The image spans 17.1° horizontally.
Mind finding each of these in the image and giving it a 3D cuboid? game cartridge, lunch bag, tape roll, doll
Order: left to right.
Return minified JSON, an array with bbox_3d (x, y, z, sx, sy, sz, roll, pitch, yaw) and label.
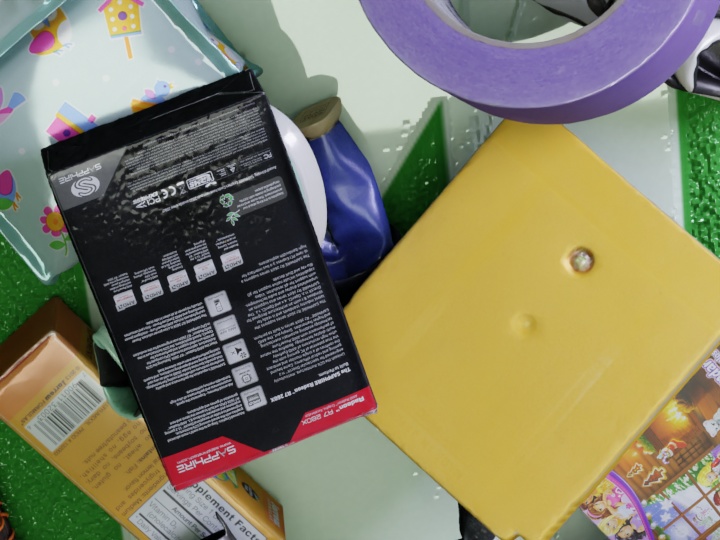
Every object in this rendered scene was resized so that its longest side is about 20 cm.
[{"bbox_3d":[-0.177,-0.124,1.323,0.170,0.122,0.200,-40,103,9],"label":"lunch bag"},{"bbox_3d":[0.000,0.000,1.416,0.136,0.049,0.201,-20,111,11],"label":"doll"},{"bbox_3d":[0.095,0.032,1.358,0.176,0.032,0.200,42,94,11],"label":"game cartridge"},{"bbox_3d":[0.096,-0.182,1.293,0.199,0.085,0.201,-1,87,15],"label":"tape roll"}]

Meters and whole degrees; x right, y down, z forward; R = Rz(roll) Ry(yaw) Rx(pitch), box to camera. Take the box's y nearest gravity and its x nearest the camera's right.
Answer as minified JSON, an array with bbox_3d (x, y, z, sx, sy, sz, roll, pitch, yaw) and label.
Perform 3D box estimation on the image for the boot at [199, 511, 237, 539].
[{"bbox_3d":[-0.120,0.249,1.418,0.200,0.077,0.139,-35,95,-3],"label":"boot"}]

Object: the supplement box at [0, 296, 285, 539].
[{"bbox_3d":[-0.134,0.110,1.441,0.069,0.067,0.200,-41,108,9],"label":"supplement box"}]

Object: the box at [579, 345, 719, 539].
[{"bbox_3d":[0.228,0.143,1.488,0.137,0.039,0.200,-41,108,12],"label":"box"}]

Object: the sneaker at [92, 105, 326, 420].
[{"bbox_3d":[-0.089,0.005,1.345,0.074,0.118,0.201,37,134,22],"label":"sneaker"}]

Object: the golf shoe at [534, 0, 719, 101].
[{"bbox_3d":[0.166,-0.152,1.349,0.199,0.095,0.078,23,108,-10],"label":"golf shoe"}]

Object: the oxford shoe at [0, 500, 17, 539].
[{"bbox_3d":[-0.236,0.160,1.452,0.200,0.071,0.073,39,99,-15],"label":"oxford shoe"}]

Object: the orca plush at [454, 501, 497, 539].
[{"bbox_3d":[0.075,0.077,1.429,0.071,0.105,0.201,21,100,9],"label":"orca plush"}]

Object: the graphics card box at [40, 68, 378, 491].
[{"bbox_3d":[-0.080,0.006,1.295,0.125,0.051,0.201,-22,115,-3],"label":"graphics card box"}]
